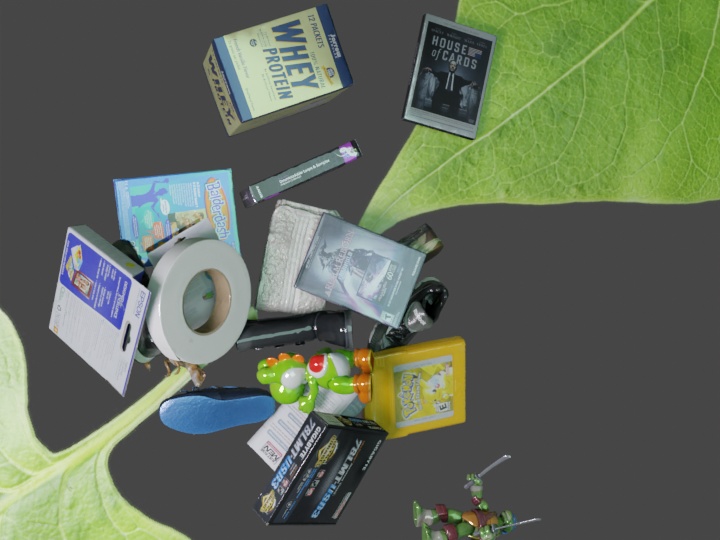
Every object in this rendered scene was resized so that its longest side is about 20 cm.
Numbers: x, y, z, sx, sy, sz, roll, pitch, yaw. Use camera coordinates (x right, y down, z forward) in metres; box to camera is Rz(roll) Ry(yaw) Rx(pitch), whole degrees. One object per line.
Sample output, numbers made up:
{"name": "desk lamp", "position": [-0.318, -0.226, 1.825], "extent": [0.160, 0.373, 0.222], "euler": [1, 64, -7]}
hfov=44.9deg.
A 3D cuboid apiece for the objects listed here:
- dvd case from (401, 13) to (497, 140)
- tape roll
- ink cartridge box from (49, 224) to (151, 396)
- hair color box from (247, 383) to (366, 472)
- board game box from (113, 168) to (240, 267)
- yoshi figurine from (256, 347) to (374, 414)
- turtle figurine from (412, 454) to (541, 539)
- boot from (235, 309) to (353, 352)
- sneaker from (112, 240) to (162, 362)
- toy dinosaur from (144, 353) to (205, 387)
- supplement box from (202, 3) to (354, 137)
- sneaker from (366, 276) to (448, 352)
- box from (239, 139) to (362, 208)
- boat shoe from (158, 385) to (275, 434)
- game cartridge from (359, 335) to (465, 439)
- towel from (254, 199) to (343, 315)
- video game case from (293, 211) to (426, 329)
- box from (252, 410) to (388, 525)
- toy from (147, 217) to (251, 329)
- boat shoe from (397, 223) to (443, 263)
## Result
{"name": "dvd case", "position": [0.166, -0.360, 1.628], "extent": [0.149, 0.025, 0.202], "euler": [13, 89, -16]}
{"name": "tape roll", "position": [-0.256, 0.049, 1.393], "extent": [0.202, 0.037, 0.205], "euler": [-16, 110, -52]}
{"name": "ink cartridge box", "position": [-0.401, 0.061, 1.371], "extent": [0.199, 0.047, 0.199], "euler": [33, 118, 23]}
{"name": "hair color box", "position": [-0.091, 0.267, 1.532], "extent": [0.099, 0.061, 0.200], "euler": [37, 79, 30]}
{"name": "board game box", "position": [-0.312, -0.089, 1.490], "extent": [0.198, 0.045, 0.154], "euler": [-7, 94, -14]}
{"name": "yoshi figurine", "position": [-0.076, 0.186, 1.495], "extent": [0.198, 0.112, 0.113], "euler": [0, 96, 5]}
{"name": "turtle figurine", "position": [0.201, 0.434, 1.603], "extent": [0.192, 0.201, 0.145], "euler": [-6, 59, -11]}
{"name": "boot", "position": [-0.116, 0.103, 1.478], "extent": [0.198, 0.165, 0.066], "euler": [-2, 89, -7]}
{"name": "sneaker", "position": [-0.345, 0.044, 1.404], "extent": [0.066, 0.090, 0.202], "euler": [-17, 93, -56]}
{"name": "toy dinosaur", "position": [-0.335, 0.114, 1.494], "extent": [0.106, 0.060, 0.202], "euler": [-29, 102, -26]}
{"name": "supplement box", "position": [-0.142, -0.327, 1.451], "extent": [0.198, 0.200, 0.135], "euler": [-22, 97, -14]}
{"name": "sneaker", "position": [0.088, 0.091, 1.585], "extent": [0.066, 0.090, 0.200], "euler": [46, 80, -11]}
{"name": "box", "position": [-0.106, -0.164, 1.496], "extent": [0.199, 0.143, 0.036], "euler": [-27, 97, -13]}
{"name": "boat shoe", "position": [-0.250, 0.240, 1.510], "extent": [0.198, 0.069, 0.085], "euler": [5, 103, -20]}
{"name": "game cartridge", "position": [0.097, 0.219, 1.594], "extent": [0.198, 0.032, 0.178], "euler": [-10, 114, -16]}
{"name": "towel", "position": [-0.108, -0.019, 1.556], "extent": [0.131, 0.034, 0.202], "euler": [11, 89, -15]}
{"name": "video game case", "position": [0.000, 0.000, 1.536], "extent": [0.198, 0.019, 0.144], "euler": [22, 85, -1]}
{"name": "box", "position": [-0.063, 0.343, 1.498], "extent": [0.198, 0.050, 0.201], "euler": [24, 99, -52]}
{"name": "toy", "position": [-0.273, 0.013, 1.467], "extent": [0.115, 0.047, 0.201], "euler": [-34, 126, -16]}
{"name": "boat shoe", "position": [0.053, -0.017, 1.589], "extent": [0.199, 0.073, 0.065], "euler": [-28, 72, -5]}
